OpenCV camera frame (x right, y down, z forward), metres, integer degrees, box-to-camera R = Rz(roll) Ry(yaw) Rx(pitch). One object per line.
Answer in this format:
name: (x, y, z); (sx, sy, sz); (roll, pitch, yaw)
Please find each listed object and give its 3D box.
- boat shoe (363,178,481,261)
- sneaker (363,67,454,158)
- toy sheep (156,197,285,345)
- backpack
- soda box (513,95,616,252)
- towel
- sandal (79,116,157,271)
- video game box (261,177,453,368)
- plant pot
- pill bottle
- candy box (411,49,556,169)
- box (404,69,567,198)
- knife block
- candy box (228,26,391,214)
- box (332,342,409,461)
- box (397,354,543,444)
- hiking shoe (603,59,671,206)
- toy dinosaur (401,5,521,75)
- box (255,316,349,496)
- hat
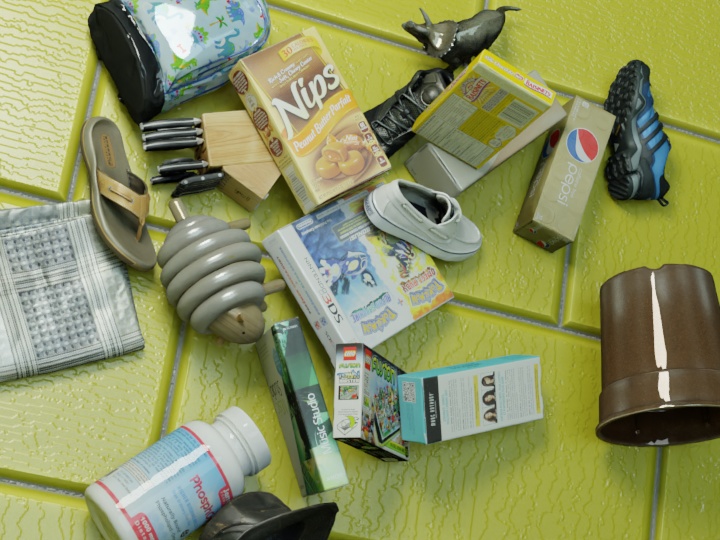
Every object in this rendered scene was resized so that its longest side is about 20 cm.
boat shoe: (0.095, -0.065, 1.754); (0.200, 0.065, 0.074); (14, 54, -44)
sneaker: (0.050, -0.197, 1.783); (0.199, 0.114, 0.076); (-36, 89, -22)
toy sheep: (-0.175, 0.001, 1.647); (0.138, 0.138, 0.200); (-26, 72, -23)
backpack: (-0.208, -0.290, 1.710); (0.199, 0.154, 0.164); (-17, 76, -36)
soda box: (0.276, -0.130, 1.873); (0.068, 0.064, 0.201); (26, 69, -12)
towel: (-0.362, 0.017, 1.622); (0.192, 0.035, 0.201); (-12, 80, -22)
sandal: (-0.282, -0.097, 1.653); (0.080, 0.054, 0.201); (4, 68, -57)
video game box: (0.000, 0.000, 1.724); (0.200, 0.047, 0.183); (-30, 90, -40)
plant pot: (0.396, 0.108, 1.796); (0.199, 0.200, 0.199); (6, 67, -18)
pill bottle: (-0.205, 0.242, 1.582); (0.200, 0.109, 0.109); (-33, 89, -23)
candy box: (0.145, -0.190, 1.667); (0.102, 0.200, 0.026); (31, 64, -10)
box: (0.165, -0.173, 1.829); (0.200, 0.095, 0.078); (-36, 90, -22)
knife block: (-0.171, -0.167, 1.721); (0.175, 0.064, 0.200); (38, 68, -8)
candy box: (-0.062, -0.184, 1.699); (0.115, 0.055, 0.201); (-29, 90, -26)
box: (0.016, 0.160, 1.644); (0.035, 0.200, 0.111); (-3, 75, 18)
box: (0.139, 0.158, 1.722); (0.199, 0.049, 0.083); (-6, 94, -37)
hiking shoe: (0.390, -0.192, 1.933); (0.086, 0.074, 0.201); (7, 84, -26)
toy dinosaur: (0.147, -0.311, 1.851); (0.199, 0.102, 0.077); (-16, 83, -22)
box: (-0.071, 0.164, 1.630); (0.036, 0.144, 0.201); (-17, 82, -15)
hat: (-0.125, 0.302, 1.580); (0.200, 0.201, 0.081); (-26, 59, -23)
